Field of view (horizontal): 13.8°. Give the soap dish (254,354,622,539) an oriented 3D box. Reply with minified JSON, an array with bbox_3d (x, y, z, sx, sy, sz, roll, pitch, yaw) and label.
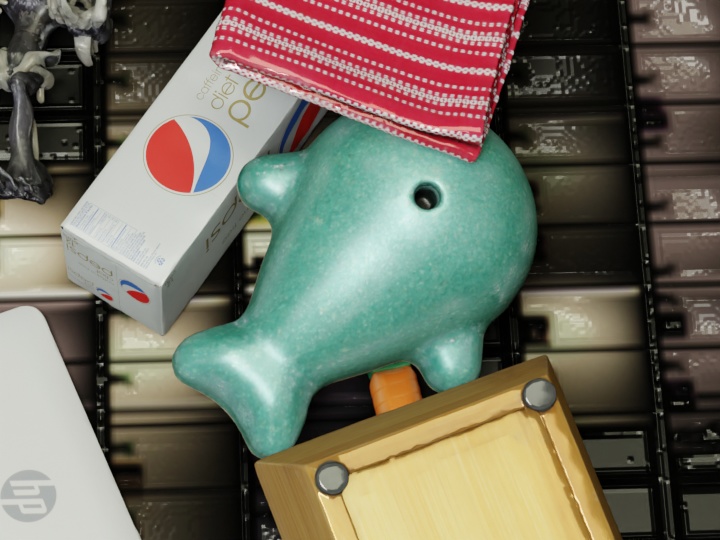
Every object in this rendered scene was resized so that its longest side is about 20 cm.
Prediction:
[{"bbox_3d":[0.058,0.154,1.423,0.157,0.081,0.200,-20,78,-11],"label":"soap dish"}]

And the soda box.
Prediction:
[{"bbox_3d":[-0.073,-0.069,1.539,0.064,0.068,0.200,31,68,11],"label":"soda box"}]

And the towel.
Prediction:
[{"bbox_3d":[0.017,-0.156,1.479,0.145,0.022,0.200,20,55,-4],"label":"towel"}]

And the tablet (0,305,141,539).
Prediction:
[{"bbox_3d":[-0.185,0.122,1.478,0.130,0.014,0.200,-21,69,-12],"label":"tablet"}]

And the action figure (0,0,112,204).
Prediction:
[{"bbox_3d":[-0.181,-0.132,1.545,0.119,0.102,0.200,5,67,12],"label":"action figure"}]

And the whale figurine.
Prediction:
[{"bbox_3d":[0.000,0.000,1.467,0.200,0.104,0.159,-43,87,-16],"label":"whale figurine"}]

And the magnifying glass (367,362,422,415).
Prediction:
[{"bbox_3d":[0.011,0.035,1.525,0.080,0.022,0.200,-10,65,-8],"label":"magnifying glass"}]
